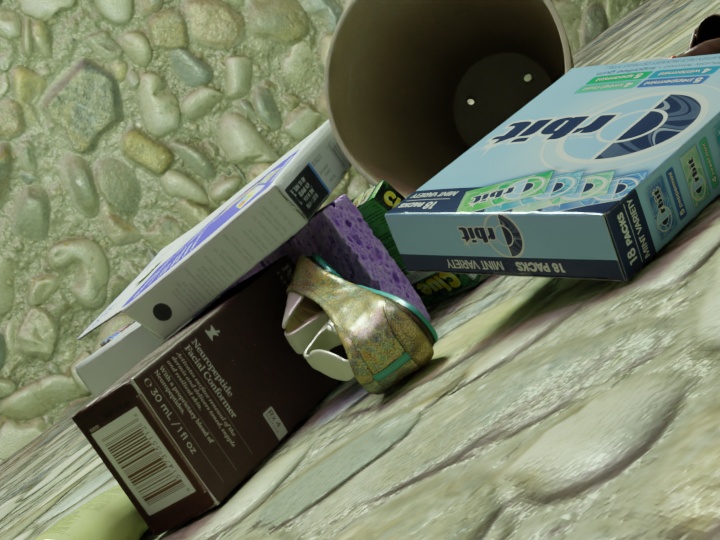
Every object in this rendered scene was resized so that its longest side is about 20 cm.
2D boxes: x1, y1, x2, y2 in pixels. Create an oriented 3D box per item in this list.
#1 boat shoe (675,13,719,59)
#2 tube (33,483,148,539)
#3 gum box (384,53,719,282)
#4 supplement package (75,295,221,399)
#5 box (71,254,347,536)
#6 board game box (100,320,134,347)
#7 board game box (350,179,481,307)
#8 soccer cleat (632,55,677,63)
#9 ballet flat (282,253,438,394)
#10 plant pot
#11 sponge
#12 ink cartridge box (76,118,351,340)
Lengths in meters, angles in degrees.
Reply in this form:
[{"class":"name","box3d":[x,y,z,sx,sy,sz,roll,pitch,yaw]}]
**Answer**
[{"class":"boat shoe","box3d":[0.259,-0.146,0.954,0.070,0.071,0.200,-33,4,26]},{"class":"tube","box3d":[-0.165,0.169,0.927,0.057,0.052,0.200,7,11,10]},{"class":"gum box","box3d":[0.139,-0.065,0.821,0.200,0.045,0.169,-39,26,-33]},{"class":"supplement package","box3d":[-0.134,0.074,1.192,0.117,0.117,0.200,-33,6,18]},{"class":"box","box3d":[-0.093,0.081,0.955,0.075,0.101,0.200,-31,7,35]},{"class":"board game box","box3d":[-0.295,0.094,2.183,0.199,0.097,0.159,-36,5,-16]},{"class":"board game box","box3d":[0.000,0.000,1.081,0.200,0.105,0.024,-27,26,54]},{"class":"soccer cleat","box3d":[0.179,-0.091,0.992,0.200,0.069,0.077,-42,6,-38]},{"class":"ballet flat","box3d":[-0.016,0.035,0.915,0.070,0.071,0.200,-35,21,-12]},{"class":"plant pot","box3d":[0.092,-0.140,1.090,0.187,0.188,0.200,-33,-10,17]},{"class":"sponge","box3d":[-0.036,0.021,1.068,0.030,0.112,0.200,-40,7,-34]},{"class":"ink cartridge box","box3d":[-0.100,-0.024,1.046,0.199,0.044,0.198,-35,10,21]}]
